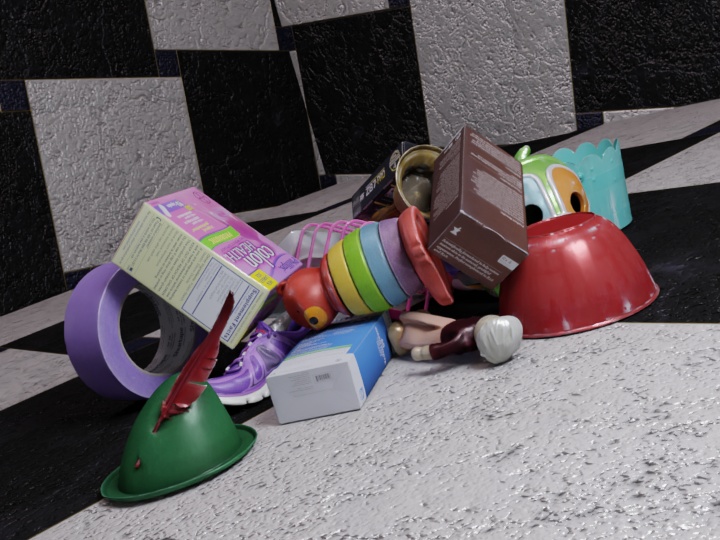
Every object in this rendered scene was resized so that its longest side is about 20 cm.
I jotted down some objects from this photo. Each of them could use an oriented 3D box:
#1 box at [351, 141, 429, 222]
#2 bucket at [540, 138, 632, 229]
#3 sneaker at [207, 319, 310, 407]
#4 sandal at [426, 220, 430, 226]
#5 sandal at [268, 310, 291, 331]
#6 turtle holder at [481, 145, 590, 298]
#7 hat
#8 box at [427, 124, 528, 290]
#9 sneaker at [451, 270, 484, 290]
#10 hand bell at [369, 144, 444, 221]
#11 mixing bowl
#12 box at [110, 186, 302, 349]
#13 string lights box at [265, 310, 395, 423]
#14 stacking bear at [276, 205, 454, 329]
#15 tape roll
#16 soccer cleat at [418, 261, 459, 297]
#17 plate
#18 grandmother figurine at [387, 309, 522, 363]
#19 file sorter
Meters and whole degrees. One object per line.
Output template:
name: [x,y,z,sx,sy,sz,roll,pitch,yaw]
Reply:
box: [0.109,-0.110,1.328,0.198,0.050,0.161,11,-32,-25]
bucket: [0.348,-0.127,1.476,0.205,0.136,0.207,-16,9,3]
sneaker: [-0.134,0.114,1.138,0.080,0.084,0.199,-7,16,46]
sandal: [0.129,-0.048,1.277,0.079,0.058,0.201,-23,-9,-2]
sandal: [-0.087,0.072,1.396,0.202,0.050,0.082,-38,4,-28]
turtle holder: [0.225,-0.064,1.207,0.184,0.141,0.132,-30,39,2]
hat: [-0.205,0.122,0.940,0.198,0.178,0.166,-18,10,-6]
box: [0.144,-0.081,1.083,0.075,0.100,0.201,-49,18,33]
sneaker: [0.213,-0.024,1.319,0.199,0.078,0.078,-24,14,-28]
hand bell: [0.057,-0.088,1.247,0.103,0.105,0.200,-22,-7,-27]
mixing bowl: [0.249,-0.005,1.075,0.198,0.109,0.200,-17,10,3]
box: [-0.202,-0.011,1.205,0.097,0.199,0.176,-55,-2,16]
string lights box: [-0.028,0.108,1.063,0.102,0.060,0.200,-13,11,18]
stacking bear: [-0.003,0.010,1.086,0.198,0.122,0.114,-24,41,12]
tape roll: [-0.312,0.083,1.261,0.084,0.202,0.199,-9,13,39]
soccer cleat: [0.074,-0.007,1.382,0.198,0.077,0.067,3,33,33]
plate: [-0.107,0.018,1.425,0.200,0.032,0.199,-48,-22,21]
grandmother figurine: [0.110,0.074,1.028,0.121,0.061,0.199,-33,14,-30]
file sorter: [0.000,0.000,1.259,0.138,0.127,0.199,13,-5,-28]
